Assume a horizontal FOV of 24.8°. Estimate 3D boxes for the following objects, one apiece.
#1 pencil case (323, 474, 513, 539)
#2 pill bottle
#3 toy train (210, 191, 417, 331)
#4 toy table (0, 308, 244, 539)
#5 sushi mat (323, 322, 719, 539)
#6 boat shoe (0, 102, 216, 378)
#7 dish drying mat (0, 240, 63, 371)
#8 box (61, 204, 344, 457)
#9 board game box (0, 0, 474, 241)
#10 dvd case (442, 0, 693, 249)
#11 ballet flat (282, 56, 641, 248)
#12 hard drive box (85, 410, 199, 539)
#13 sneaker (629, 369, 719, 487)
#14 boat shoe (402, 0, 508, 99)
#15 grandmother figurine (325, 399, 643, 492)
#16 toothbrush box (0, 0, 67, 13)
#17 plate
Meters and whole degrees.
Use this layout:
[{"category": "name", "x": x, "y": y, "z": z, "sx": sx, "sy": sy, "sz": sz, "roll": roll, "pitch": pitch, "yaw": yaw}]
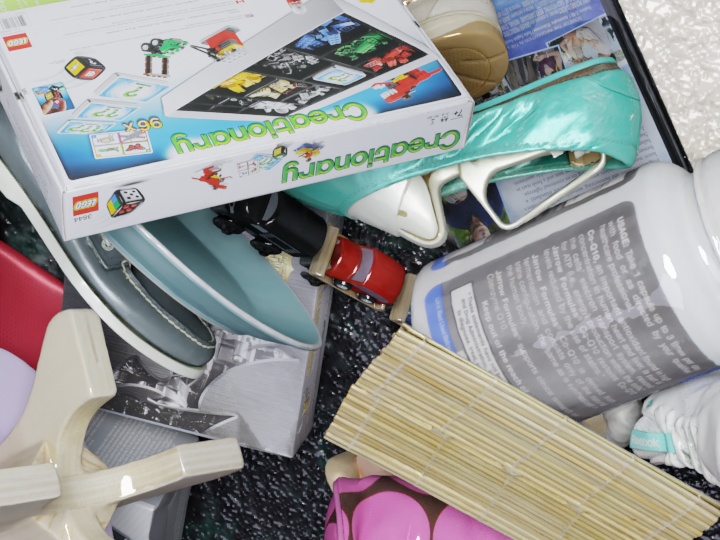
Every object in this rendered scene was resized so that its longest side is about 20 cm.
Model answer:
[{"category": "pencil case", "x": 0.078, "y": 0.170, "z": 0.935, "sx": 0.200, "sy": 0.094, "sz": 0.091, "roll": 1, "pitch": 125, "yaw": -5}, {"category": "pill bottle", "x": 0.137, "y": 0.012, "z": 0.862, "sx": 0.200, "sy": 0.114, "sz": 0.114, "roll": -24, "pitch": 105, "yaw": 26}, {"category": "toy train", "x": 0.000, "y": 0.000, "z": 0.913, "sx": 0.046, "sy": 0.034, "sz": 0.200, "roll": 0, "pitch": 156, "yaw": 47}, {"category": "toy table", "x": -0.167, "y": 0.123, "z": 0.901, "sx": 0.117, "sy": 0.184, "sz": 0.200, "roll": -27, "pitch": 85, "yaw": 38}, {"category": "sushi mat", "x": 0.084, "y": 0.104, "z": 0.859, "sx": 0.200, "sy": 0.012, "sz": 0.096, "roll": 30, "pitch": 132, "yaw": -7}, {"category": "boat shoe", "x": -0.140, "y": -0.028, "z": 0.914, "sx": 0.062, "sy": 0.073, "sz": 0.200, "roll": -39, "pitch": 92, "yaw": 10}, {"category": "dish drying mat", "x": -0.218, "y": 0.028, "z": 1.057, "sx": 0.200, "sy": 0.018, "sz": 0.077, "roll": 34, "pitch": 120, "yaw": 0}, {"category": "box", "x": -0.095, "y": -0.001, "z": 0.976, "sx": 0.158, "sy": 0.048, "sz": 0.200, "roll": 14, "pitch": 112, "yaw": 11}, {"category": "board game box", "x": -0.063, "y": -0.088, "z": 0.767, "sx": 0.200, "sy": 0.126, "sz": 0.035, "roll": -14, "pitch": 140, "yaw": -21}, {"category": "dvd case", "x": 0.099, "y": -0.074, "z": 0.909, "sx": 0.143, "sy": 0.018, "sz": 0.200, "roll": -20, "pitch": 106, "yaw": 24}, {"category": "ballet flat", "x": 0.051, "y": -0.051, "z": 0.852, "sx": 0.200, "sy": 0.067, "sz": 0.070, "roll": -16, "pitch": 76, "yaw": 11}, {"category": "hard drive box", "x": -0.219, "y": 0.150, "z": 1.070, "sx": 0.200, "sy": 0.077, "sz": 0.156, "roll": 20, "pitch": 127, "yaw": 9}, {"category": "sneaker", "x": 0.183, "y": 0.086, "z": 0.852, "sx": 0.088, "sy": 0.200, "sz": 0.075, "roll": -9, "pitch": 94, "yaw": 14}, {"category": "boat shoe", "x": -0.018, "y": -0.108, "z": 0.882, "sx": 0.200, "sy": 0.069, "sz": 0.074, "roll": -15, "pitch": 143, "yaw": 15}, {"category": "grandmother figurine", "x": 0.083, "y": 0.110, "z": 0.981, "sx": 0.200, "sy": 0.061, "sz": 0.121, "roll": -28, "pitch": 116, "yaw": 29}, {"category": "toothbrush box", "x": -0.193, "y": -0.155, "z": 0.889, "sx": 0.200, "sy": 0.146, "sz": 0.086, "roll": -22, "pitch": 107, "yaw": 24}, {"category": "plate", "x": -0.100, "y": -0.021, "z": 0.836, "sx": 0.200, "sy": 0.200, "sz": 0.026, "roll": 42, "pitch": 97, "yaw": -5}]
